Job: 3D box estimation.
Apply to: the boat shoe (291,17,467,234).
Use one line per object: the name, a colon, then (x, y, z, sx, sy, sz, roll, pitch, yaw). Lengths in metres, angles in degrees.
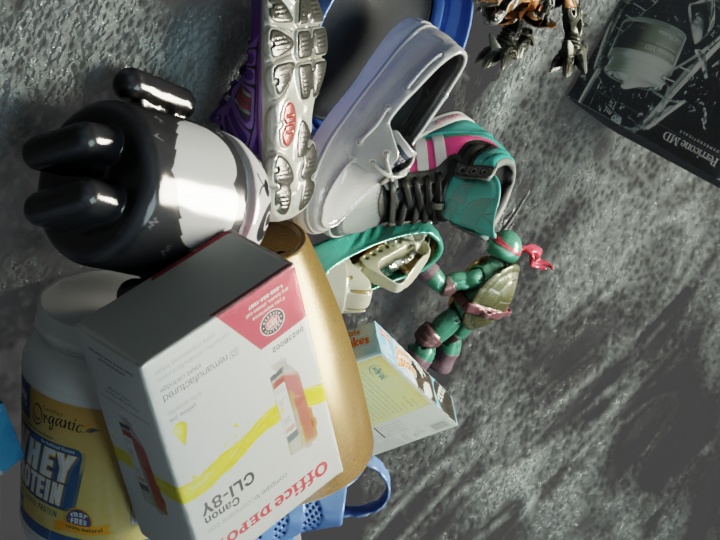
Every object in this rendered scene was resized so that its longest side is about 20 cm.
boat shoe: (0.018, -0.110, 1.511, 0.200, 0.068, 0.072, -54, 147, -4)

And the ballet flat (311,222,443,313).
ballet flat: (0.000, 0.000, 1.650, 0.200, 0.070, 0.068, -28, 138, -36)

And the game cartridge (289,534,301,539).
game cartridge: (-0.110, 0.250, 1.637, 0.133, 0.040, 0.200, -47, 144, -33)

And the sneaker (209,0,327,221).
sneaker: (-0.081, -0.139, 1.433, 0.081, 0.083, 0.201, -14, 113, -58)

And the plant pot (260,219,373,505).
plant pot: (-0.084, 0.064, 1.518, 0.186, 0.186, 0.201, -27, 127, -37)

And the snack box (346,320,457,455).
snack box: (0.003, 0.117, 1.728, 0.116, 0.037, 0.200, -21, 149, 15)

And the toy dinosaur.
toy dinosaur: (0.162, -0.250, 1.631, 0.200, 0.102, 0.136, -24, 121, -35)

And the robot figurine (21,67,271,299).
robot figurine: (-0.154, -0.057, 1.352, 0.200, 0.125, 0.151, 13, 109, -52)

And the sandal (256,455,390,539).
sandal: (-0.046, 0.194, 1.581, 0.200, 0.087, 0.080, -28, 134, -43)

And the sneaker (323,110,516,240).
sneaker: (0.066, -0.064, 1.634, 0.200, 0.121, 0.084, -32, 140, -32)

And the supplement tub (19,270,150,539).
supplement tub: (-0.191, 0.115, 1.423, 0.144, 0.144, 0.201, -18, 121, -44)

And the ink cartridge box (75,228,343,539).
ink cartridge box: (-0.104, 0.096, 1.331, 0.145, 0.083, 0.201, -35, 131, -29)

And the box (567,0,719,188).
box: (0.349, -0.198, 1.811, 0.124, 0.200, 0.197, 22, 99, -54)

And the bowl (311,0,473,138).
bowl: (0.013, -0.195, 1.532, 0.200, 0.039, 0.201, -33, 140, -33)

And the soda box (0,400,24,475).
soda box: (-0.348, 0.161, 1.347, 0.200, 0.064, 0.068, -38, 142, -24)

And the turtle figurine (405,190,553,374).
turtle figurine: (0.101, 0.014, 1.771, 0.149, 0.101, 0.200, 7, 120, -46)
